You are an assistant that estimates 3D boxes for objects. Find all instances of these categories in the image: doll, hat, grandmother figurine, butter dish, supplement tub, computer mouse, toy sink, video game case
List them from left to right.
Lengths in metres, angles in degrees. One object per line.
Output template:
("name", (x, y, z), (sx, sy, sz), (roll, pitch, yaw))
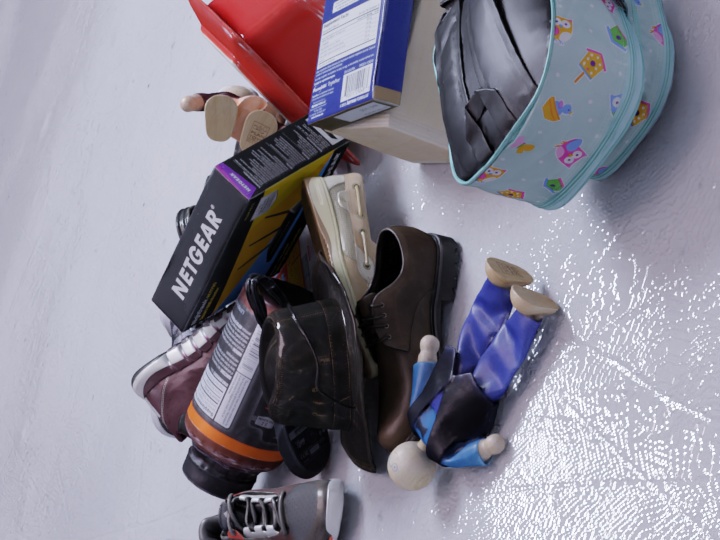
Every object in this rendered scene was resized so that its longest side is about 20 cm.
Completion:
("grandmother figurine", (-0.116, -0.152, 1.798), (0.061, 0.121, 0.200), (-59, 12, 7))
("supplement tub", (-0.098, 0.114, 1.725), (0.201, 0.106, 0.107), (-65, 26, 15))
("computer mouse", (-0.072, 0.095, 1.642), (0.034, 0.059, 0.201), (-2, 110, 39))
("video game case", (-0.063, -0.002, 1.831), (0.200, 0.017, 0.144), (-52, 32, 35))
("hat", (-0.045, 0.088, 1.570), (0.201, 0.080, 0.202), (167, 90, -80))
("butter dish", (-0.051, -0.230, 1.809), (0.148, 0.200, 0.199), (-46, 29, 1))
("toy sink", (0.059, -0.205, 1.611), (0.130, 0.112, 0.201), (8, 80, 63))
("doll", (0.080, 0.090, 1.448), (0.201, 0.048, 0.137), (-62, 39, 20))

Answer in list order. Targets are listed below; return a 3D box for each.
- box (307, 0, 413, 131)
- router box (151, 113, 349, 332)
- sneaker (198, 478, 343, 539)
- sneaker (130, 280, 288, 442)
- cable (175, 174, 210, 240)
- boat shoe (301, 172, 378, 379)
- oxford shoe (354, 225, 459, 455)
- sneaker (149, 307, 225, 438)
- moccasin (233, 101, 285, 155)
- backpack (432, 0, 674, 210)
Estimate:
("box", (0.006, -0.228, 1.567), (0.121, 0.032, 0.201), (-12, 69, 61))
("router box", (-0.105, -0.046, 1.731), (0.051, 0.149, 0.200), (44, 136, 14))
("sneaker", (-0.085, 0.231, 1.649), (0.200, 0.082, 0.078), (-34, 44, 52))
("sneaker", (-0.122, 0.101, 1.808), (0.200, 0.116, 0.076), (-34, -3, 22))
("cable", (-0.142, -0.059, 1.857), (0.200, 0.050, 0.098), (17, -120, -80))
("boat shoe", (0.000, 0.000, 1.640), (0.072, 0.065, 0.201), (100, 156, -60))
("oxford shoe", (0.026, 0.058, 1.539), (0.073, 0.084, 0.201), (-25, 54, 51))
("sneaker", (-0.162, 0.077, 1.918), (0.114, 0.075, 0.201), (-6, 74, 62))
("moccasin", (-0.094, -0.117, 1.904), (0.202, 0.077, 0.074), (-84, 7, -67))
("backpack", (0.141, -0.145, 1.362), (0.176, 0.153, 0.201), (-52, 22, 39))
